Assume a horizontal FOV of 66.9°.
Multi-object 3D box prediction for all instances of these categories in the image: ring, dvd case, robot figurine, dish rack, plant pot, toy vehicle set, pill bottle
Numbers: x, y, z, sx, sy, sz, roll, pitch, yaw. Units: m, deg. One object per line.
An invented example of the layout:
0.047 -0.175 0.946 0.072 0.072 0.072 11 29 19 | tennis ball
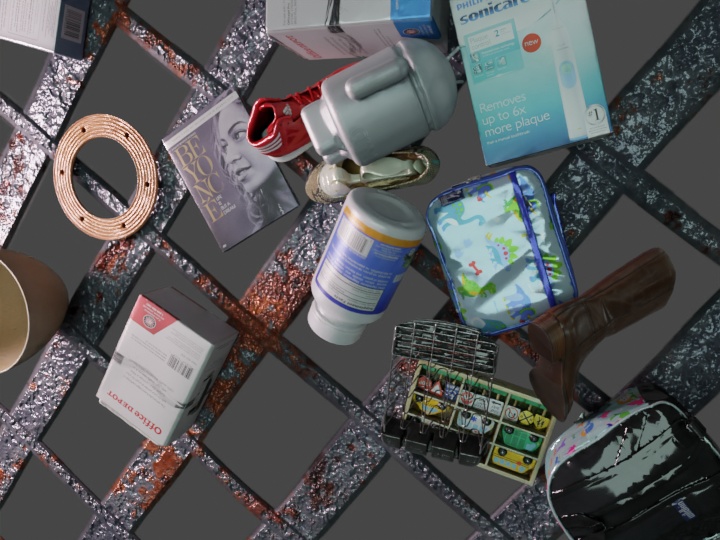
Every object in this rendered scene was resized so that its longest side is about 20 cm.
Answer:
-0.412 -0.149 0.885 0.199 0.019 0.201 2 98 16 | ring
-0.198 -0.150 0.824 0.148 0.016 0.201 -29 90 19 | dvd case
0.031 -0.202 0.660 0.199 0.170 0.113 -25 85 8 | robot figurine
0.105 0.160 0.731 0.153 0.055 0.201 9 106 14 | dish rack
-0.572 0.054 0.903 0.199 0.134 0.201 3 100 16 | plant pot
0.163 0.209 0.771 0.199 0.027 0.125 17 103 13 | toy vehicle set
0.000 0.000 0.732 0.112 0.112 0.201 30 120 10 | pill bottle

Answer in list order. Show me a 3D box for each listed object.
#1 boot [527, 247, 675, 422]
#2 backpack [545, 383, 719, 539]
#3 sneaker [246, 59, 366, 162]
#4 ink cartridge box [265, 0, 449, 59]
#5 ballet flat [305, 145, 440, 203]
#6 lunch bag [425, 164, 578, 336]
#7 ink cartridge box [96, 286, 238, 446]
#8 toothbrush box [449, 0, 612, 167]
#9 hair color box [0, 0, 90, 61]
0.306 0.082 0.679 0.199 0.064 0.187 -29 131 -14 | boot
0.329 0.253 0.664 0.200 0.151 0.178 -41 84 11 | backpack
-0.063 -0.212 0.720 0.200 0.116 0.078 -36 88 15 | sneaker
0.001 -0.321 0.671 0.199 0.145 0.085 3 98 15 | ink cartridge box
0.006 -0.133 0.736 0.199 0.075 0.068 -7 95 17 | ballet flat
0.183 -0.027 0.701 0.160 0.082 0.201 -16 95 15 | lunch bag
-0.307 0.150 0.868 0.146 0.083 0.201 32 105 10 | ink cartridge box
0.203 -0.241 0.658 0.146 0.085 0.201 -11 94 18 | toothbrush box
-0.532 -0.407 0.857 0.199 0.061 0.099 18 103 12 | hair color box
